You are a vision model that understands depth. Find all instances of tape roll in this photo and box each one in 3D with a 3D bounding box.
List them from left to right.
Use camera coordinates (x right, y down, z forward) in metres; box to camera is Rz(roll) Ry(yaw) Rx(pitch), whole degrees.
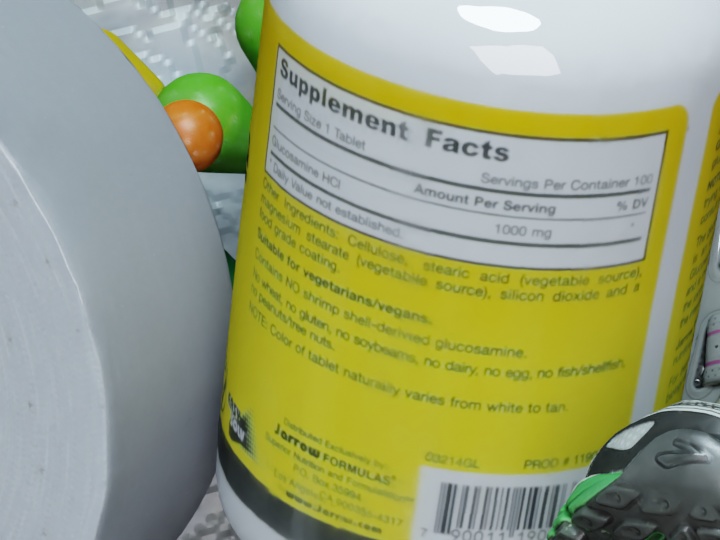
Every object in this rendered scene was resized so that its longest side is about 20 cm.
[{"bbox_3d":[-0.134,0.013,0.717,0.200,0.066,0.201,9,111,25],"label":"tape roll"}]

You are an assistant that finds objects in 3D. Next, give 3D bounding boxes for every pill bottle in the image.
[{"bbox_3d":[0.029,-0.025,0.651,0.112,0.113,0.201,6,117,-4],"label":"pill bottle"}]

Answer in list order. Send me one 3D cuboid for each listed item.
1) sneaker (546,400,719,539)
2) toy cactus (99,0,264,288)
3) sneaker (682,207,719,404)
[{"bbox_3d":[0.104,0.048,0.649,0.078,0.200,0.085,16,89,24],"label":"sneaker"},{"bbox_3d":[0.000,0.000,0.766,0.199,0.102,0.166,-14,106,-10],"label":"toy cactus"},{"bbox_3d":[0.122,0.022,0.768,0.081,0.088,0.201,3,95,-3],"label":"sneaker"}]
